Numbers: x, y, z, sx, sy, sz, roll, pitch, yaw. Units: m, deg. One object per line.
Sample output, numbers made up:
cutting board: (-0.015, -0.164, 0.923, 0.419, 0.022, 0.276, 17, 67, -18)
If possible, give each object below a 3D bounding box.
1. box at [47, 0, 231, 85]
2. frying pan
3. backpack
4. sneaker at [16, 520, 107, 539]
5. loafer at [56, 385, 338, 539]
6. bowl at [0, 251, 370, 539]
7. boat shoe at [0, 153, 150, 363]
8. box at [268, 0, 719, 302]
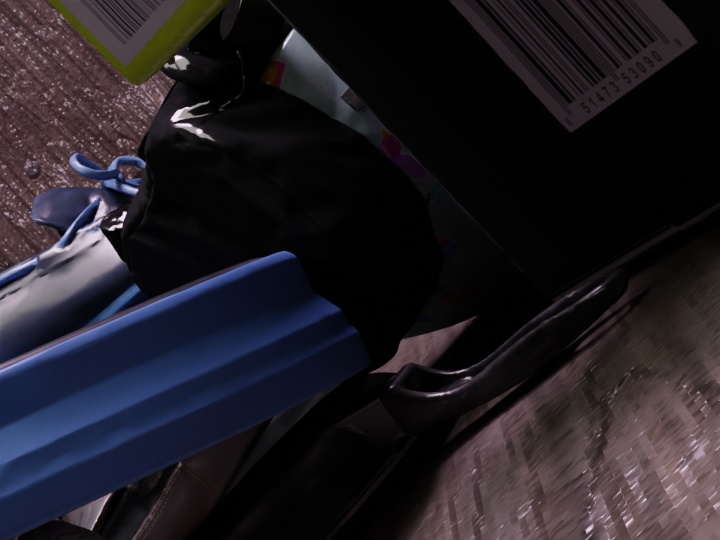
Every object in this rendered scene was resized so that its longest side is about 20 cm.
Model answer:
box: (0.008, -0.142, 0.677, 0.200, 0.048, 0.122, -50, 7, -33)
frying pan: (-0.008, 0.057, 0.724, 0.115, 0.031, 0.190, -48, 2, -27)
backpack: (0.026, -0.064, 0.832, 0.200, 0.127, 0.167, -48, 2, -21)
sneaker: (-0.127, 0.138, 0.734, 0.114, 0.076, 0.200, -45, 6, -36)
loafer: (-0.075, 0.072, 0.937, 0.072, 0.063, 0.200, -40, 7, 47)
bowl: (-0.095, 0.048, 0.720, 0.200, 0.040, 0.201, -25, 0, 0)
boat shoe: (-0.103, -0.005, 1.023, 0.199, 0.069, 0.084, -34, -15, -4)
box: (0.107, -0.120, 0.687, 0.197, 0.124, 0.200, -45, 4, -27)
